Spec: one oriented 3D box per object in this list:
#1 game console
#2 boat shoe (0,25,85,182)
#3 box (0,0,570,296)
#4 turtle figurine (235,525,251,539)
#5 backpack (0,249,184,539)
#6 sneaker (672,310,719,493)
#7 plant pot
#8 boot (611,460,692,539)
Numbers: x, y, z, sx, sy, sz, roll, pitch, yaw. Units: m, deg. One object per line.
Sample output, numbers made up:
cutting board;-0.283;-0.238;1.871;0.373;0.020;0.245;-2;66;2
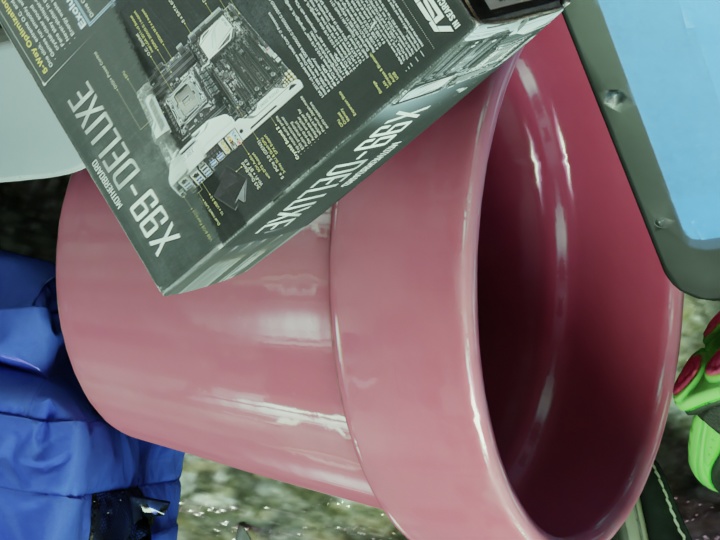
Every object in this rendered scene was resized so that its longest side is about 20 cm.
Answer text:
game console;0.159;-0.044;0.840;0.116;0.176;0.200;-31;129;-5
boat shoe;-0.143;-0.068;0.969;0.200;0.066;0.070;-7;114;42
box;-0.051;-0.116;0.830;0.158;0.200;0.050;-39;168;38
turtle figurine;0.044;0.227;1.210;0.199;0.194;0.144;-2;141;10
backpack;-0.146;0.078;1.065;0.162;0.168;0.200;13;175;13
sneaker;0.172;0.052;1.047;0.084;0.077;0.200;30;172;18
plant pot;0.000;0.000;0.963;0.178;0.200;0.200;0;142;27
boot;0.190;0.162;1.134;0.153;0.204;0.074;-15;166;-9
